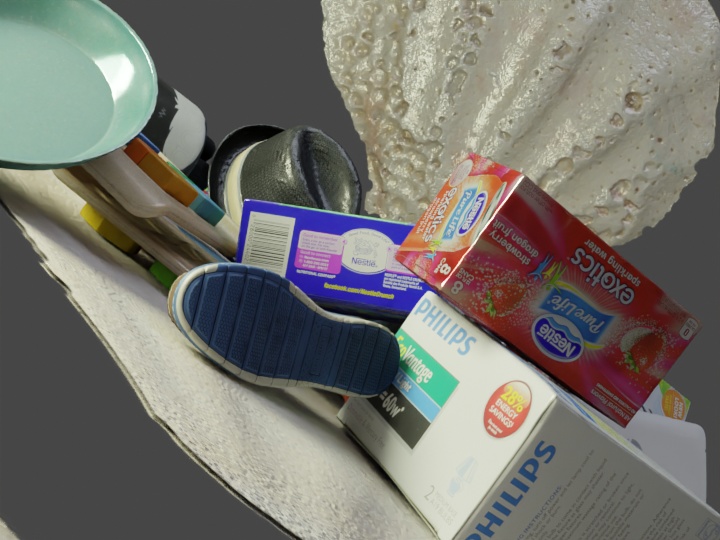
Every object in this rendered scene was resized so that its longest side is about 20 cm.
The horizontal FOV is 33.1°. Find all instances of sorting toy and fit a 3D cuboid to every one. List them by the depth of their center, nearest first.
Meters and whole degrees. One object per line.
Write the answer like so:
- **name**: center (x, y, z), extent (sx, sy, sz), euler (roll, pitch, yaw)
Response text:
- **sorting toy**: center (-0.180, -0.093, 0.950), extent (0.185, 0.037, 0.200), euler (43, 4, 15)
- **sorting toy**: center (-0.157, -0.014, 0.989), extent (0.200, 0.037, 0.185), euler (43, 3, 9)

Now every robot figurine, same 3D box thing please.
- **robot figurine**: center (-0.237, -0.142, 1.212), extent (0.200, 0.125, 0.150), euler (36, -5, -38)

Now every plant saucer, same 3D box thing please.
- **plant saucer**: center (-0.240, -0.134, 0.833), extent (0.199, 0.036, 0.201), euler (15, 45, -15)

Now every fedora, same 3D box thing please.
- **fedora**: center (-0.058, -0.072, 1.229), extent (0.200, 0.201, 0.091), euler (37, -42, -18)

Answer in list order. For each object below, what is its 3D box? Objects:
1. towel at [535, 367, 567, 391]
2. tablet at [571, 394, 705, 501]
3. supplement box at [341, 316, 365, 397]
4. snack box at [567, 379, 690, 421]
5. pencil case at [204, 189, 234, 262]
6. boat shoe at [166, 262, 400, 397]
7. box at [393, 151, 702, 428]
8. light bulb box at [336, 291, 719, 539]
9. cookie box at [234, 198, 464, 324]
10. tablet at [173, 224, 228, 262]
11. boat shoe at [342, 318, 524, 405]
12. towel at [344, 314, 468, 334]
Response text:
- **towel**: center (0.193, 0.065, 1.138), extent (0.030, 0.146, 0.200), euler (59, 20, -10)
- **tablet**: center (0.247, 0.192, 1.126), extent (0.199, 0.131, 0.014), euler (16, -20, -29)
- **supplement box**: center (0.057, 0.125, 1.072), extent (0.200, 0.067, 0.069), euler (38, 2, 2)
- **snack box**: center (0.231, 0.176, 1.169), extent (0.142, 0.201, 0.053), euler (37, -30, -21)
- **pencil case**: center (-0.124, -0.046, 1.351), extent (0.200, 0.087, 0.078), euler (34, -15, 51)
- **boat shoe**: center (-0.063, 0.045, 0.836), extent (0.072, 0.073, 0.200), euler (9, -13, 46)
- **box**: center (0.137, 0.015, 0.884), extent (0.200, 0.100, 0.095), euler (36, 1, -25)
- **light bulb box**: center (0.119, 0.143, 0.882), extent (0.200, 0.125, 0.198), euler (35, 3, -30)
- **cookie box**: center (0.000, 0.000, 1.044), extent (0.170, 0.076, 0.200), euler (9, -5, 12)
- **tablet**: center (-0.114, 0.021, 1.184), extent (0.130, 0.014, 0.200), euler (37, 3, -31)
- **boat shoe**: center (0.076, 0.085, 1.001), extent (0.199, 0.071, 0.063), euler (-13, 52, -27)
- **towel**: center (0.043, 0.045, 1.244), extent (0.171, 0.199, 0.048), euler (68, 14, -78)
